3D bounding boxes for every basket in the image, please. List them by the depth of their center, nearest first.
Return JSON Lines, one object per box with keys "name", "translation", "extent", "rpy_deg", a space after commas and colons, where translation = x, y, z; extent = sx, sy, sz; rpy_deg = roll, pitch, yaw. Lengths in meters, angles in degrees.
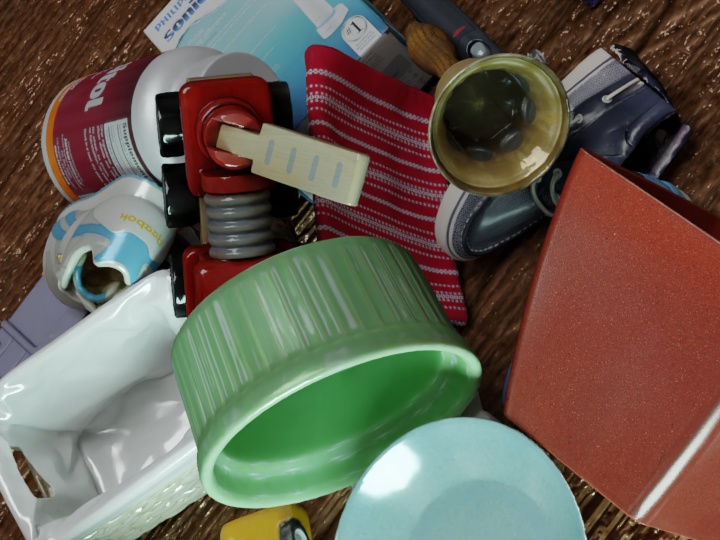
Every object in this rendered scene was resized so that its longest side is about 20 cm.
{"name": "basket", "translation": [-0.165, 0.111, 1.749], "extent": [0.200, 0.123, 0.136], "rpy_deg": [-35, 69, 15]}

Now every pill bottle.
{"name": "pill bottle", "translation": [-0.145, -0.107, 1.773], "extent": [0.199, 0.113, 0.114], "rpy_deg": [-9, 61, 51]}

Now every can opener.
{"name": "can opener", "translation": [0.084, -0.163, 1.778], "extent": [0.078, 0.063, 0.200], "rpy_deg": [-33, 51, -3]}

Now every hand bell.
{"name": "hand bell", "translation": [0.068, -0.139, 1.702], "extent": [0.104, 0.104, 0.200], "rpy_deg": [-45, 29, 5]}

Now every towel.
{"name": "towel", "translation": [0.018, -0.061, 1.719], "extent": [0.022, 0.144, 0.201], "rpy_deg": [-29, 53, 37]}

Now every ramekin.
{"name": "ramekin", "translation": [-0.028, 0.064, 1.554], "extent": [0.199, 0.200, 0.098], "rpy_deg": [-32, 64, 15]}

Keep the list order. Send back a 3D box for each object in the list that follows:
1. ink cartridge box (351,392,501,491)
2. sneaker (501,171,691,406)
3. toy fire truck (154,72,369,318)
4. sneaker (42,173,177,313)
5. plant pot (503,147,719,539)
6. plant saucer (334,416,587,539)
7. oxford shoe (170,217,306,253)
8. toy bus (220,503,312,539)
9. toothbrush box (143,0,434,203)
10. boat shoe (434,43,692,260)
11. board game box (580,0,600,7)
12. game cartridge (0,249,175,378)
{"name": "ink cartridge box", "translation": [0.069, 0.179, 1.615], "extent": [0.116, 0.067, 0.201], "rpy_deg": [-28, 56, 18]}
{"name": "sneaker", "translation": [0.151, 0.015, 1.630], "extent": [0.078, 0.090, 0.201], "rpy_deg": [27, 84, 39]}
{"name": "toy fire truck", "translation": [-0.066, -0.039, 1.583], "extent": [0.128, 0.200, 0.177], "rpy_deg": [-5, 99, -6]}
{"name": "sneaker", "translation": [-0.202, -0.006, 1.785], "extent": [0.081, 0.076, 0.200], "rpy_deg": [-62, 12, -27]}
{"name": "plant pot", "translation": [0.210, 0.064, 1.514], "extent": [0.200, 0.199, 0.177], "rpy_deg": [39, 101, 39]}
{"name": "plant saucer", "translation": [0.071, 0.197, 1.525], "extent": [0.200, 0.039, 0.202], "rpy_deg": [-9, 76, 36]}
{"name": "oxford shoe", "translation": [-0.077, -0.031, 1.774], "extent": [0.200, 0.071, 0.075], "rpy_deg": [22, 67, 44]}
{"name": "toy bus", "translation": [-0.047, 0.267, 1.638], "extent": [0.065, 0.078, 0.201], "rpy_deg": [-23, 57, 22]}
{"name": "toothbrush box", "translation": [-0.057, -0.173, 1.860], "extent": [0.147, 0.085, 0.200], "rpy_deg": [-48, 52, 6]}
{"name": "boat shoe", "translation": [0.145, -0.069, 1.684], "extent": [0.200, 0.075, 0.093], "rpy_deg": [-46, 44, 4]}
{"name": "board game box", "translation": [0.156, -0.329, 1.794], "extent": [0.159, 0.097, 0.200], "rpy_deg": [-44, 51, 6]}
{"name": "game cartridge", "translation": [-0.208, 0.026, 1.893], "extent": [0.200, 0.038, 0.130], "rpy_deg": [-53, 47, -1]}
